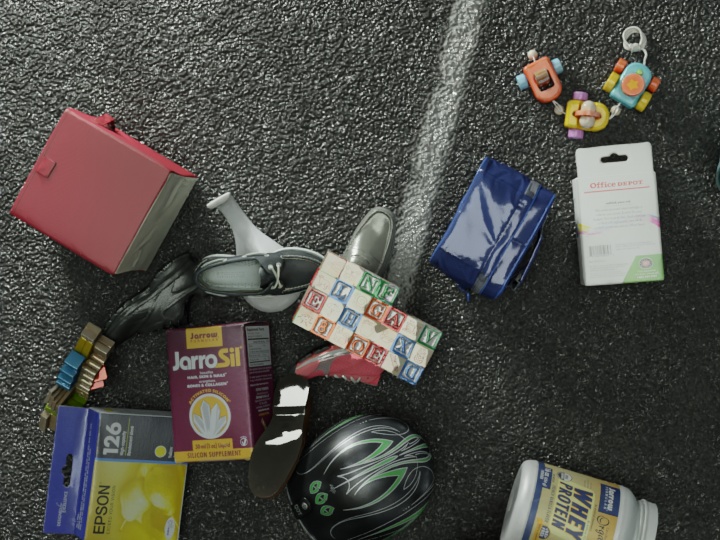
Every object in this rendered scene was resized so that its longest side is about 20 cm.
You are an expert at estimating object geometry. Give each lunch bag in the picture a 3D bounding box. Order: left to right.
[{"bbox_3d":[0.194,-0.048,1.665,0.132,0.136,0.200,28,94,5],"label":"lunch bag"}]

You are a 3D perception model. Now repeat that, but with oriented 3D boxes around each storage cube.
[{"bbox_3d":[-0.373,-0.114,1.702,0.180,0.171,0.200,31,93,4],"label":"storage cube"}]

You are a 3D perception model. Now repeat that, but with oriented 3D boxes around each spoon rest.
[{"bbox_3d":[-0.162,-0.029,1.748,0.099,0.061,0.200,-28,102,7],"label":"spoon rest"}]

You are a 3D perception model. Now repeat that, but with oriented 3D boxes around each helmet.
[{"bbox_3d":[0.009,0.300,1.667,0.191,0.200,0.200,-32,88,16],"label":"helmet"}]

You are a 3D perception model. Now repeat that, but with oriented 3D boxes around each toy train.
[{"bbox_3d":[0.338,-0.279,1.688,0.200,0.056,0.150,-20,89,6],"label":"toy train"}]

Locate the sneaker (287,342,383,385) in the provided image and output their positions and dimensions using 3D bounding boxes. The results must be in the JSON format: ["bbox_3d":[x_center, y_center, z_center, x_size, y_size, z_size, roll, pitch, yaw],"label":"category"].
[{"bbox_3d":[-0.010,0.140,1.720,0.200,0.074,0.087,-22,90,5],"label":"sneaker"}]

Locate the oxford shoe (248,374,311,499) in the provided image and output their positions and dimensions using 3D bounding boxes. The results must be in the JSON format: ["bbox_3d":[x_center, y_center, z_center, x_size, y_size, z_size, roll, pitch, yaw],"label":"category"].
[{"bbox_3d":[-0.106,0.252,1.665,0.071,0.071,0.200,5,49,18],"label":"oxford shoe"}]

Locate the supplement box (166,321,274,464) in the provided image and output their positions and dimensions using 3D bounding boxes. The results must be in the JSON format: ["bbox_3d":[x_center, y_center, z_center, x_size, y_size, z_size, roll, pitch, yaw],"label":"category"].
[{"bbox_3d":[-0.204,0.180,1.710,0.131,0.103,0.200,-6,86,17],"label":"supplement box"}]

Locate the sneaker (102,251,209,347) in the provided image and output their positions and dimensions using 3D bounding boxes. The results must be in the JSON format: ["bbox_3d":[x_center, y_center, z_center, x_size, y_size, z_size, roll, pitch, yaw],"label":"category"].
[{"bbox_3d":[-0.312,0.063,1.752,0.200,0.076,0.091,-41,97,9],"label":"sneaker"}]

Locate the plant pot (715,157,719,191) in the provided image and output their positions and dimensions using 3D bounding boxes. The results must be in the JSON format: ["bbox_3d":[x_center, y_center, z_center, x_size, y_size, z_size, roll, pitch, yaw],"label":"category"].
[{"bbox_3d":[0.605,-0.183,1.610,0.200,0.200,0.134,9,65,5],"label":"plant pot"}]

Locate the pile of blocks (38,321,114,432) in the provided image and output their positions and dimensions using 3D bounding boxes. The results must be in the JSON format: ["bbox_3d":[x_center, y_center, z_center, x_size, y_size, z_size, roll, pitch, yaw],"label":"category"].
[{"bbox_3d":[-0.422,0.174,1.730,0.062,0.082,0.200,29,116,3],"label":"pile of blocks"}]

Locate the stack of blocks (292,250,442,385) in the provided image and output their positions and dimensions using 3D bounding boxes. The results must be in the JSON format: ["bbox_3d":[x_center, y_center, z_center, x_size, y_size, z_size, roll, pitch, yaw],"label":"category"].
[{"bbox_3d":[0.015,0.067,1.658,0.200,0.059,0.115,28,91,-4],"label":"stack of blocks"}]

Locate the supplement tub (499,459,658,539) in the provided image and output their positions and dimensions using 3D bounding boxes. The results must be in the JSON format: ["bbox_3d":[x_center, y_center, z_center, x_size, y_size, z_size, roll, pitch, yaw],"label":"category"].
[{"bbox_3d":[0.313,0.367,1.657,0.200,0.144,0.145,16,93,5],"label":"supplement tub"}]

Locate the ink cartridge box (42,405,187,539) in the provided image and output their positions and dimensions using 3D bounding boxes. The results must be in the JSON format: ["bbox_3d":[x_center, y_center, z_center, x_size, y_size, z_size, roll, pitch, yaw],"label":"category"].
[{"bbox_3d":[-0.363,0.308,1.732,0.200,0.047,0.198,6,93,-25],"label":"ink cartridge box"}]

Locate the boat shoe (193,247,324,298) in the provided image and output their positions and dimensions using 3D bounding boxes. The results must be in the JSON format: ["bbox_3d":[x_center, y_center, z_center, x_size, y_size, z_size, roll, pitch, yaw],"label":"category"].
[{"bbox_3d":[-0.146,0.009,1.694,0.200,0.060,0.076,-6,103,2],"label":"boat shoe"}]

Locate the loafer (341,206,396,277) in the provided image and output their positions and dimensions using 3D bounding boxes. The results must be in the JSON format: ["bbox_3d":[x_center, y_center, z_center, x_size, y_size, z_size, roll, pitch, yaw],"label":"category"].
[{"bbox_3d":[0.000,0.000,1.718,0.070,0.070,0.200,21,93,5],"label":"loafer"}]

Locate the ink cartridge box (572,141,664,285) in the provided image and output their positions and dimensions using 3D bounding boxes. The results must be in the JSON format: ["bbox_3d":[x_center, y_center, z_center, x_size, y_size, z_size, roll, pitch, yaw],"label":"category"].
[{"bbox_3d":[0.374,-0.082,1.681,0.117,0.067,0.200,-4,92,6],"label":"ink cartridge box"}]
